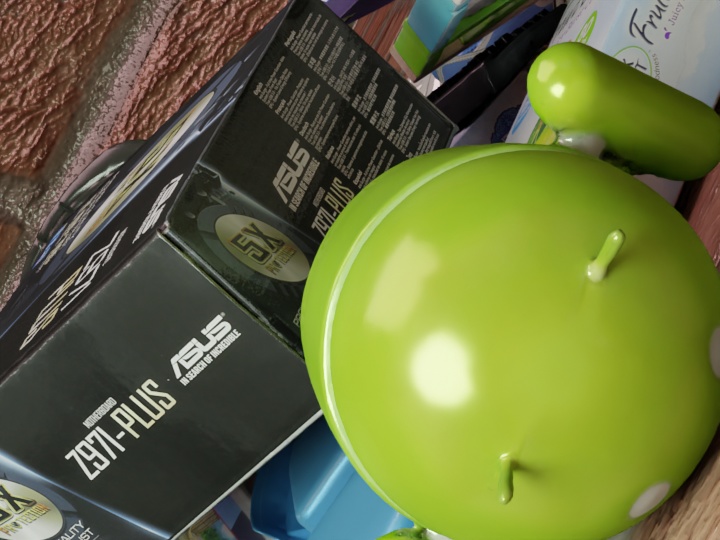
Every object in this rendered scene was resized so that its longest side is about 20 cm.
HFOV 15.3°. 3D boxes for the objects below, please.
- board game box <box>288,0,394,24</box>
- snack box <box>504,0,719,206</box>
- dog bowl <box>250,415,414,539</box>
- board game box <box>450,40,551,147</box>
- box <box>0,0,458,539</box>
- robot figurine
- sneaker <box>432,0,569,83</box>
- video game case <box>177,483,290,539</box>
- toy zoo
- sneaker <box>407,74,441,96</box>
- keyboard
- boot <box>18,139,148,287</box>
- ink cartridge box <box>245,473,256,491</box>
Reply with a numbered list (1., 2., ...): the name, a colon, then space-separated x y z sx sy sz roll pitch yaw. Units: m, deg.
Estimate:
1. board game box: 0.068 -0.205 1.315 0.200 0.057 0.165 -32 -6 -41
2. snack box: 0.099 -0.071 1.013 0.200 0.053 0.142 -65 6 -21
3. dog bowl: 0.013 0.080 0.969 0.111 0.050 0.200 -56 18 16
4. board game box: 0.000 0.000 1.179 0.200 0.041 0.200 -38 6 42
5. box: -0.065 0.011 0.988 0.164 0.086 0.200 -41 13 31
6. robot figurine: 0.043 0.020 0.793 0.200 0.116 0.175 -151 82 -84
7. sneaker: 0.101 -0.154 1.253 0.200 0.077 0.076 -59 5 13
8. video game case: -0.124 0.133 1.060 0.182 0.023 0.200 -36 40 -8
9. toy zoo: 0.083 -0.147 1.094 0.131 0.020 0.200 -35 -6 -15
10. sneaker: 0.054 -0.081 1.357 0.200 0.078 0.099 -64 9 -4
11. keyboard: 0.002 -0.056 1.173 0.200 0.040 0.104 -40 4 40
12. boot: -0.100 0.027 1.268 0.154 0.073 0.204 -18 -50 -65
13. ink cartridge box: -0.075 0.187 1.229 0.200 0.084 0.145 -61 5 17
